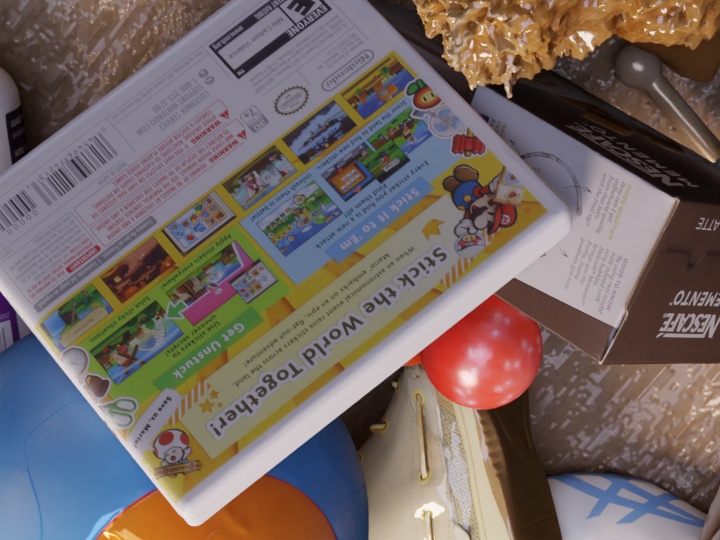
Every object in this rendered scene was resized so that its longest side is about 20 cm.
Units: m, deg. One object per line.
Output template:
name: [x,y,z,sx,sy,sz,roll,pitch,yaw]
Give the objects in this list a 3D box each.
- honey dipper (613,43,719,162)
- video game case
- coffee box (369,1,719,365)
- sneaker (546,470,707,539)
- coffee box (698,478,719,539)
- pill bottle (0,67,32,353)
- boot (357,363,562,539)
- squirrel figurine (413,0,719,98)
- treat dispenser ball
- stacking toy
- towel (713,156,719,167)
honey dipper: [0.187,-0.028,1.221,0.038,0.038,0.200,-41,94,15]
video game case: [-0.044,-0.020,1.084,0.200,0.023,0.182,-38,62,-8]
coffee box: [0.075,-0.040,1.146,0.200,0.114,0.080,34,108,32]
sneaker: [0.156,0.154,1.251,0.200,0.072,0.072,22,107,3]
coffee box: [0.206,0.154,1.180,0.113,0.200,0.080,25,150,1]
pill bottle: [-0.209,-0.027,1.231,0.112,0.112,0.200,-5,103,8]
boot: [0.006,0.086,1.251,0.155,0.073,0.200,-17,84,26]
squirrel figurine: [0.078,-0.157,1.118,0.186,0.200,0.142,15,112,4]
treat dispenser ball: [-0.096,0.114,1.153,0.201,0.201,0.201,2,104,7]
stacking toy: [0.000,0.000,1.186,0.200,0.085,0.085,30,108,27]
towel: [0.274,-0.057,1.156,0.200,0.048,0.171,19,123,-15]
